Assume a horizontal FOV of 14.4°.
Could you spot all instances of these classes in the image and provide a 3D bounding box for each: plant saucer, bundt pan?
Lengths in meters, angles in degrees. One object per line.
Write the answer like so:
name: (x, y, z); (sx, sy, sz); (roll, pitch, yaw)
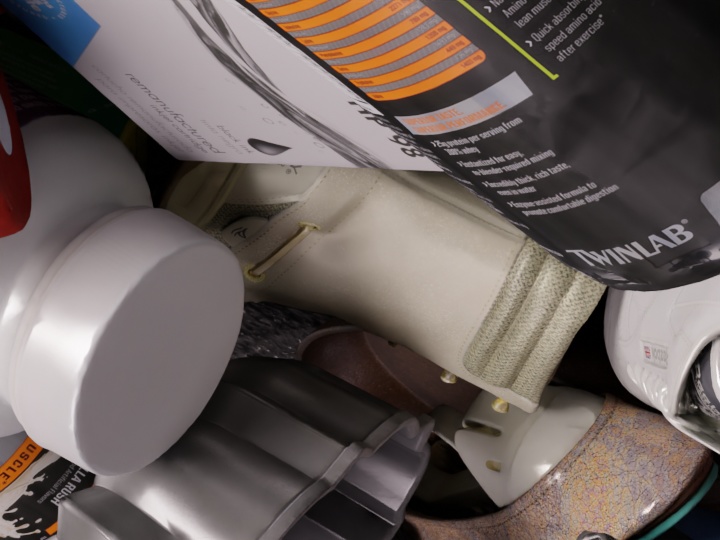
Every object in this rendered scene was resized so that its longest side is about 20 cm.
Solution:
plant saucer: (0.071, 0.061, 1.120); (0.200, 0.035, 0.200); (23, 161, 8)
bundt pan: (-0.063, 0.112, 0.989); (0.076, 0.202, 0.202); (35, 163, 14)

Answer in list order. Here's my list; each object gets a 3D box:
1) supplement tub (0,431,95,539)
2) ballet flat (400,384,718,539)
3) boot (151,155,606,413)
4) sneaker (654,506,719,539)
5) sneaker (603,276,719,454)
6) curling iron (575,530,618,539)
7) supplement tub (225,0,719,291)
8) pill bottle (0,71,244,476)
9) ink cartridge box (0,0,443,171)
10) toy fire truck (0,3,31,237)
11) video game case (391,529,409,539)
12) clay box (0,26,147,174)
supplement tub: (-0.124, 0.059, 1.088); (0.122, 0.123, 0.200); (9, 159, 40)
ballet flat: (0.055, 0.074, 1.032); (0.067, 0.068, 0.200); (45, 154, -8)
boot: (0.000, 0.000, 1.001); (0.154, 0.072, 0.200); (25, 160, -5)
sneaker: (0.192, 0.123, 1.071); (0.200, 0.079, 0.066); (30, 177, -21)
sneaker: (0.115, 0.022, 0.897); (0.076, 0.081, 0.200); (25, 162, -4)
curling iron: (0.111, 0.132, 1.013); (0.049, 0.026, 0.200); (-20, 152, 12)
supplement tub: (0.026, -0.094, 0.641); (0.200, 0.123, 0.122); (37, 158, -29)
pill bottle: (-0.139, -0.014, 0.928); (0.200, 0.112, 0.112); (28, 164, 27)
ink cartridge box: (-0.009, -0.085, 0.790); (0.200, 0.067, 0.116); (4, 151, 47)
toy fire truck: (-0.174, -0.093, 0.818); (0.112, 0.200, 0.168); (-13, 147, 4)
video game case: (0.068, 0.171, 1.157); (0.200, 0.019, 0.143); (46, 179, -5)
clay box: (-0.143, -0.037, 1.111); (0.115, 0.048, 0.200); (24, 160, 4)
